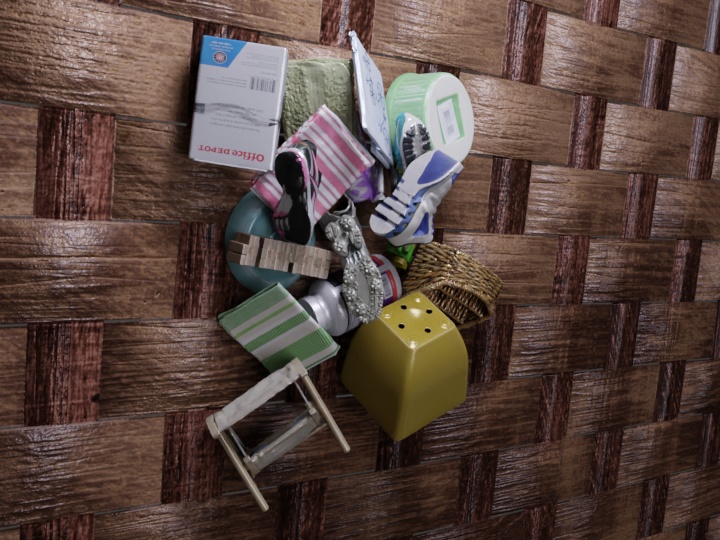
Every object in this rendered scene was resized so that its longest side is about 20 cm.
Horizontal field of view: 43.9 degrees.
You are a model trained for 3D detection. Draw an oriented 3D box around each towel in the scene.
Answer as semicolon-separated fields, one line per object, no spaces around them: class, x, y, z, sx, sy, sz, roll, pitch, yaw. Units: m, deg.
towel;-0.075;-0.280;1.602;0.037;0.145;0.204;-74;162;-61
towel;-0.085;-0.174;1.592;0.200;0.030;0.146;-44;117;8
towel;-0.147;0.117;1.642;0.151;0.024;0.200;-28;125;21

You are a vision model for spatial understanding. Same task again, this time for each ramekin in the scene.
ramekin;0.140;-0.291;1.756;0.198;0.096;0.205;1;89;-51

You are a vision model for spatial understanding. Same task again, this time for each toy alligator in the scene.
toy alligator;0.075;-0.047;1.770;0.200;0.053;0.060;62;51;-79

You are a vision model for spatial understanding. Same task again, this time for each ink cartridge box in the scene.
ink cartridge box;-0.203;-0.276;1.503;0.141;0.084;0.205;8;95;-3

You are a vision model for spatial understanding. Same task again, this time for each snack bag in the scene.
snack bag;0.018;-0.301;1.605;0.200;0.021;0.193;35;46;-71

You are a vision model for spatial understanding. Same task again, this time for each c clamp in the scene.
c clamp;0.044;-0.172;1.693;0.171;0.026;0.204;49;33;-59

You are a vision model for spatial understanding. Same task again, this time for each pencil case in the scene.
pencil case;-0.019;-0.228;1.689;0.083;0.085;0.203;-37;120;-27

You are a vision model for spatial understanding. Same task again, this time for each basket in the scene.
basket;0.195;0.050;1.858;0.199;0.141;0.151;33;80;-43

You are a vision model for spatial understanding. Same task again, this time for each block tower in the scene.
block tower;-0.140;-0.027;1.610;0.197;0.057;0.055;9;95;-39

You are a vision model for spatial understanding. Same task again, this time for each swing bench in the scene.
swing bench;-0.156;0.284;1.632;0.197;0.130;0.202;-32;114;-8

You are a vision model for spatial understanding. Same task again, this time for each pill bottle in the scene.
pill bottle;-0.023;0.053;1.723;0.197;0.112;0.115;-24;113;-30

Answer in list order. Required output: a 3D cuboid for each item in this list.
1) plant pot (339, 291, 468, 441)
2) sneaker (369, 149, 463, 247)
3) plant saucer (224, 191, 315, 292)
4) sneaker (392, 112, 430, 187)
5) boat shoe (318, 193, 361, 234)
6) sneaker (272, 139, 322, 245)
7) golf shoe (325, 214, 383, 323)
plant pot;0.094;0.164;1.736;0.192;0.195;0.203;-24;141;-31
sneaker;0.109;-0.118;1.641;0.200;0.080;0.115;-46;142;-4
plant saucer;-0.156;-0.055;1.649;0.197;0.036;0.205;-8;103;-36
sneaker;0.096;-0.201;1.677;0.076;0.080;0.204;-14;127;-17
boat shoe;-0.043;-0.115;1.694;0.071;0.069;0.201;-51;131;-20
sneaker;-0.097;-0.136;1.551;0.087;0.079;0.203;-51;158;-42
golf shoe;0.000;0.000;1.648;0.077;0.097;0.204;-18;78;8
